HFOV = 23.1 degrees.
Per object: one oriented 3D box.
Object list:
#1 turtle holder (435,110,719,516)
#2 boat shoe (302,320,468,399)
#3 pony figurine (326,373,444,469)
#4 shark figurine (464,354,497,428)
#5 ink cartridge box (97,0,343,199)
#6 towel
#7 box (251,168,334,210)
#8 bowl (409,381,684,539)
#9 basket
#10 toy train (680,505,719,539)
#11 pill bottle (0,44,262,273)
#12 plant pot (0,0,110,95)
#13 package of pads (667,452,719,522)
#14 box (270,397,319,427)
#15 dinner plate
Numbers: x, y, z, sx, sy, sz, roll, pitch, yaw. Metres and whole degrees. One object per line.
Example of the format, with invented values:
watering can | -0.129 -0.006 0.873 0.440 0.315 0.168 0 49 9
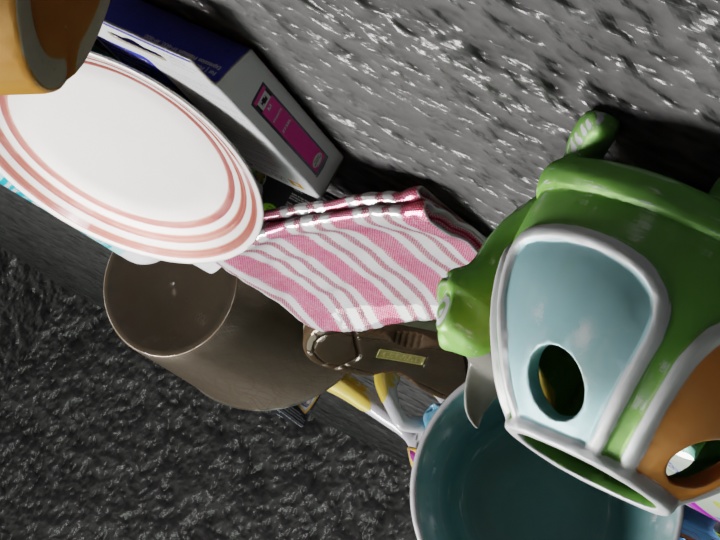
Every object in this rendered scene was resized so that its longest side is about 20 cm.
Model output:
turtle holder | 0.107 0.018 0.742 0.184 0.133 0.141 25 172 22
boat shoe | 0.053 0.045 1.346 0.198 0.077 0.072 17 133 -17
pony figurine | 0.090 0.143 1.468 0.192 0.167 0.201 -9 -126 -44
shark figurine | 0.121 0.082 1.247 0.213 0.090 0.128 33 173 -9
ink cartridge box | -0.085 -0.105 1.001 0.094 0.037 0.200 26 174 25
towel | 0.000 0.000 1.117 0.198 0.030 0.146 -7 150 37
box | -0.054 -0.041 1.273 0.198 0.035 0.110 28 172 9
bowl | 0.135 0.172 1.319 0.199 0.202 0.105 28 170 6
basket | -0.109 0.029 1.388 0.178 0.138 0.200 -9 165 19
toy train | 0.286 0.182 1.310 0.199 0.087 0.114 22 161 52
pill bottle | -0.165 -0.078 1.164 0.199 0.112 0.111 32 171 -15
plant pot | -0.188 -0.144 0.647 0.181 0.203 0.200 12 170 6
package of pads | 0.250 0.126 1.123 0.154 0.069 0.200 23 170 40
box | -0.136 0.062 1.897 0.199 0.116 0.132 23 168 32
dinner plate | -0.146 -0.073 1.047 0.198 0.024 0.201 19 151 11
